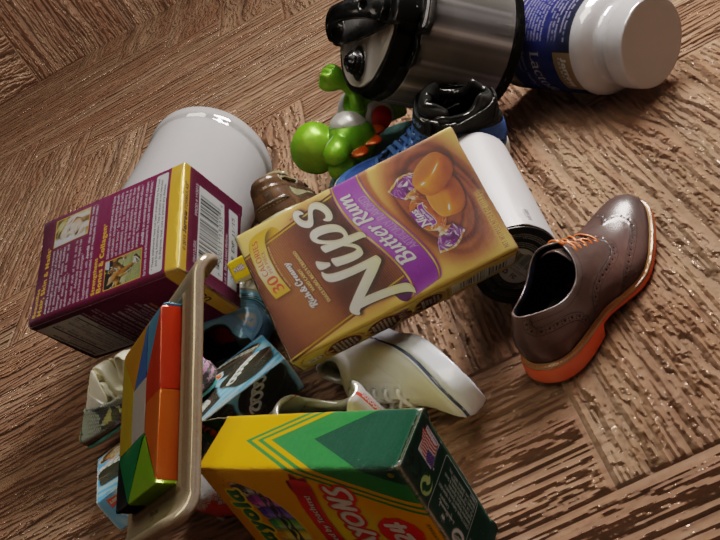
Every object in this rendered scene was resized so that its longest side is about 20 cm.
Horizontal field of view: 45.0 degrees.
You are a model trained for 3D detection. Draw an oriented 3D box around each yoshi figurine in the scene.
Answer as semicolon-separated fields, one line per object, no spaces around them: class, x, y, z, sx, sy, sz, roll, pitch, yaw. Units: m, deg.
yoshi figurine;-0.025;-0.180;1.053;0.112;0.112;0.200;-39;18;40

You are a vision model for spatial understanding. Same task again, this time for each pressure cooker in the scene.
pressure cooker;0.063;-0.270;0.974;0.176;0.199;0.179;120;146;-45

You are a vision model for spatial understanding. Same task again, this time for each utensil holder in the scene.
utensil holder;-0.212;-0.079;1.082;0.169;0.170;0.201;-17;36;24

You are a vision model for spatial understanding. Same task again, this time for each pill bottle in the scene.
pill bottle;0.248;-0.257;0.971;0.116;0.116;0.200;-41;31;-16

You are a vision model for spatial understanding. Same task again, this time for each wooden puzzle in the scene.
wooden puzzle;-0.157;0.107;0.665;0.185;0.037;0.201;138;139;-54

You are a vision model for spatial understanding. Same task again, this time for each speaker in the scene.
speaker;0.125;-0.057;0.825;0.081;0.081;0.200;-26;30;10

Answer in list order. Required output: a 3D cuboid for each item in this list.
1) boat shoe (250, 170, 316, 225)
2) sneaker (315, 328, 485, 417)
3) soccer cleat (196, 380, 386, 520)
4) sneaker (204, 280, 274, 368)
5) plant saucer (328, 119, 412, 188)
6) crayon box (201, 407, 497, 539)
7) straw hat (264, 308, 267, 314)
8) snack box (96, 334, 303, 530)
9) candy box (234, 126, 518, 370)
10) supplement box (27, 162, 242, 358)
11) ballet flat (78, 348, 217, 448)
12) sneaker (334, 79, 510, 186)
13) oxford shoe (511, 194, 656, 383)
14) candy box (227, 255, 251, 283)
boat shoe;-0.079;-0.079;0.975;0.074;0.075;0.202;-28;1;3
sneaker;0.028;0.092;0.719;0.071;0.073;0.200;-49;24;-13
soccer cleat;-0.065;0.143;0.701;0.199;0.085;0.069;-19;32;21
sneaker;-0.178;0.064;0.929;0.199;0.079;0.090;-10;40;33
plant saucer;0.037;-0.127;1.053;0.199;0.036;0.200;-23;31;15
crayon box;-0.022;0.158;0.601;0.199;0.127;0.051;-9;36;35
straw hat;0.000;0.000;0.841;0.201;0.085;0.201;-49;-4;-5
snack box;-0.151;0.142;0.801;0.200;0.037;0.116;-38;15;-10
candy box;0.013;-0.016;0.705;0.199;0.056;0.117;-28;74;2
supplement box;-0.230;-0.005;0.903;0.199;0.103;0.132;-18;57;24
ballet flat;-0.218;0.111;0.835;0.199;0.071;0.069;-27;13;36
sneaker;0.056;-0.141;0.928;0.199;0.112;0.077;-15;46;7
oxford shoe;0.183;-0.005;0.703;0.071;0.073;0.200;1;43;43
candy box;-0.069;-0.025;0.920;0.102;0.027;0.200;-25;1;6
